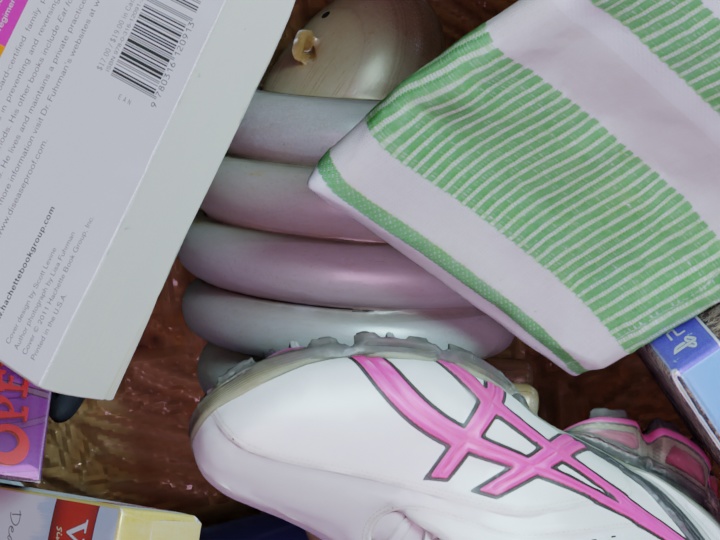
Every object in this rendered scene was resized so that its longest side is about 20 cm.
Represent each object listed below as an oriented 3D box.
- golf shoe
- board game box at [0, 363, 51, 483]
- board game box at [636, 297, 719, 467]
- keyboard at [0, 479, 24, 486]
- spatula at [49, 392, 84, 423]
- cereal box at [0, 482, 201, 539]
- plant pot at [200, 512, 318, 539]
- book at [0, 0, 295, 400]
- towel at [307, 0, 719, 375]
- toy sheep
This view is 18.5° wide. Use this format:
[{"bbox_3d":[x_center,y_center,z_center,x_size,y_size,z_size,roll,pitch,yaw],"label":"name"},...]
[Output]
[{"bbox_3d":[0.040,0.080,0.712,0.199,0.092,0.073,16,129,-21],"label":"golf shoe"},{"bbox_3d":[-0.104,-0.031,0.728,0.032,0.120,0.201,9,83,-12],"label":"board game box"},{"bbox_3d":[0.196,-0.006,0.785,0.200,0.159,0.097,-35,106,3],"label":"board game box"},{"bbox_3d":[-0.128,0.124,0.860,0.056,0.011,0.200,-44,106,0],"label":"keyboard"},{"bbox_3d":[-0.074,-0.039,0.786,0.020,0.056,0.201,14,99,-32],"label":"spatula"},{"bbox_3d":[-0.142,0.137,0.717,0.039,0.199,0.145,15,82,-49],"label":"cereal box"},{"bbox_3d":[-0.006,0.208,0.778,0.199,0.180,0.201,-9,109,-28],"label":"plant pot"},{"bbox_3d":[-0.122,-0.066,0.659,0.048,0.200,0.134,18,100,-55],"label":"book"},{"bbox_3d":[0.102,-0.044,0.659,0.200,0.023,0.152,-30,135,28],"label":"towel"},{"bbox_3d":[0.000,0.000,0.778,0.137,0.138,0.201,4,94,-8],"label":"toy sheep"}]
